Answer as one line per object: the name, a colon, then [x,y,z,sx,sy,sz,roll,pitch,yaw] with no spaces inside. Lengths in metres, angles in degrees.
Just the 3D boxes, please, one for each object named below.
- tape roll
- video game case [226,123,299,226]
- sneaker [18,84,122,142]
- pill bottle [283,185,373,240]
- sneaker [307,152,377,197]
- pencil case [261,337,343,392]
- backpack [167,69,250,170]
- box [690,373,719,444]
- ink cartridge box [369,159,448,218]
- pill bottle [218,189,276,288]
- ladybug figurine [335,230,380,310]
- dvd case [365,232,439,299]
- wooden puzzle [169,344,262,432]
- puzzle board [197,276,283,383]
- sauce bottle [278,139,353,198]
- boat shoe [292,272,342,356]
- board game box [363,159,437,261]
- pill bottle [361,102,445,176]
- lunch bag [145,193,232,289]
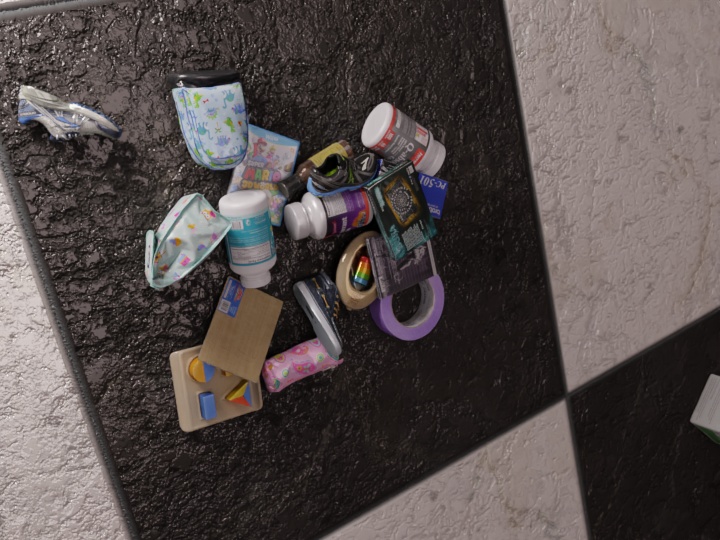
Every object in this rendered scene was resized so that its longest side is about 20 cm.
tape roll: [0.121,0.075,1.788,0.196,0.065,0.206,-4,98,-28]
video game case: [-0.226,-0.217,1.583,0.140,0.018,0.205,14,89,-29]
sneaker: [-0.574,-0.290,1.358,0.196,0.077,0.087,19,97,-22]
pill bottle: [-0.076,-0.138,1.624,0.196,0.111,0.114,-19,105,-25]
sneaker: [-0.036,-0.232,1.584,0.197,0.071,0.084,-24,137,-31]
pencil case: [-0.141,0.220,1.648,0.196,0.087,0.090,-19,105,-25]
backpack: [-0.310,-0.315,1.467,0.160,0.153,0.205,-13,115,-33]
box: [1.332,0.517,2.460,0.197,0.170,0.203,34,80,-28]
ink cartridge box: [0.117,-0.198,1.691,0.196,0.044,0.096,14,89,-27]
pill bottle: [-0.246,-0.068,1.529,0.109,0.110,0.205,-17,116,-26]
ladybug figurine: [0.000,0.000,1.704,0.134,0.072,0.204,26,83,-23]
dvd case: [0.107,-0.034,1.713,0.197,0.016,0.152,-21,104,-32]
wooden puzzle: [-0.323,0.258,1.574,0.196,0.046,0.190,-11,102,-27]
puzzle board: [-0.272,0.135,1.576,0.149,0.017,0.204,26,67,-24]
sauce bottle: [-0.105,-0.235,1.617,0.198,0.064,0.066,-35,112,-24]
boat shoe: [-0.076,0.098,1.638,0.090,0.071,0.203,-24,75,-26]
board game box: [0.098,-0.142,1.644,0.134,0.028,0.203,-32,118,-17]
pill bottle: [0.109,-0.316,1.702,0.197,0.115,0.118,26,84,-29]
lunch bag: [-0.379,-0.054,1.432,0.122,0.170,0.201,41,78,-20]
